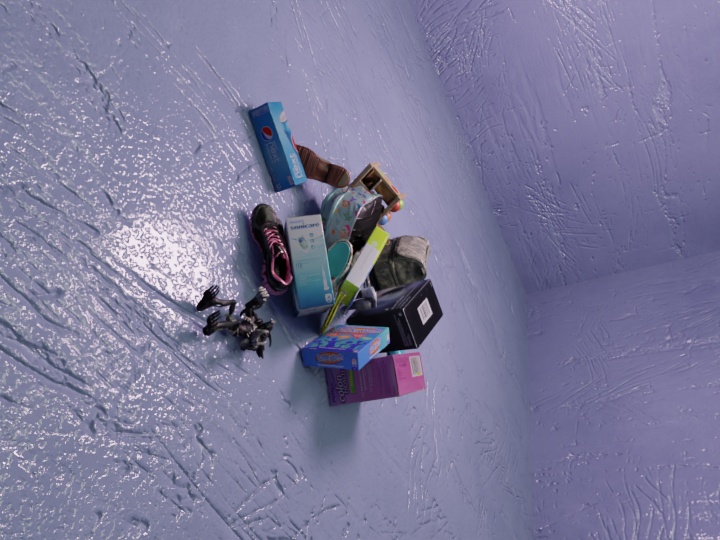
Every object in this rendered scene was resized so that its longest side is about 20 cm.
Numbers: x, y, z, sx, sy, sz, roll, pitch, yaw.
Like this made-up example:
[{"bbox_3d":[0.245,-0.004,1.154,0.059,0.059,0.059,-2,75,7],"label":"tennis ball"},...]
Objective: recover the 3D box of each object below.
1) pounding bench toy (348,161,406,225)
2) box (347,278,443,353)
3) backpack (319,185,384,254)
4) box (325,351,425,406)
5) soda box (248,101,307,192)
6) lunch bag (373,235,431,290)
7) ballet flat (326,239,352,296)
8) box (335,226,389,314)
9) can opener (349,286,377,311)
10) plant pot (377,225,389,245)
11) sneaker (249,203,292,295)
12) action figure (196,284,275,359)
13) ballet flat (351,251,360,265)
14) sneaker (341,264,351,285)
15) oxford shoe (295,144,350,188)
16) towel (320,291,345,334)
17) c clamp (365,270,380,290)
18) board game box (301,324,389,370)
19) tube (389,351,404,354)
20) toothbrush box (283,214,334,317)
[{"bbox_3d":[0.059,-0.232,1.700,0.157,0.124,0.200,48,18,0],"label":"pounding bench toy"},{"bbox_3d":[0.099,0.132,1.557,0.199,0.194,0.126,-39,110,-52],"label":"box"},{"bbox_3d":[-0.034,-0.128,1.461,0.200,0.147,0.181,-53,163,-61],"label":"backpack"},{"bbox_3d":[0.040,0.273,1.392,0.175,0.195,0.100,10,67,-60],"label":"box"},{"bbox_3d":[-0.201,-0.303,1.349,0.068,0.063,0.205,-35,109,-62],"label":"soda box"},{"bbox_3d":[0.140,-0.024,1.749,0.201,0.163,0.143,-68,142,-62],"label":"lunch bag"},{"bbox_3d":[-0.071,0.012,1.355,0.075,0.203,0.064,33,17,14],"label":"ballet flat"},{"bbox_3d":[0.000,0.000,1.397,0.047,0.122,0.203,30,61,0],"label":"box"},{"bbox_3d":[-0.005,0.077,1.456,0.199,0.065,0.054,165,-87,-72],"label":"can opener"},{"bbox_3d":[0.012,-0.147,1.661,0.199,0.027,0.201,43,18,-17],"label":"plant pot"},{"bbox_3d":[-0.187,-0.051,1.199,0.077,0.095,0.206,-14,88,-23],"label":"sneaker"},{"bbox_3d":[-0.219,0.100,1.073,0.199,0.100,0.122,29,40,-54],"label":"action figure"},{"bbox_3d":[-0.007,-0.036,1.584,0.201,0.066,0.077,-55,167,-55],"label":"ballet flat"},{"bbox_3d":[-0.081,0.015,1.421,0.198,0.076,0.089,17,71,-57],"label":"sneaker"},{"bbox_3d":[-0.123,-0.269,1.438,0.196,0.072,0.075,27,4,-15],"label":"oxford shoe"},{"bbox_3d":[-0.067,0.105,1.305,0.200,0.018,0.088,124,-9,-77],"label":"towel"},{"bbox_3d":[0.035,0.038,1.691,0.170,0.026,0.206,8,71,-62],"label":"c clamp"},{"bbox_3d":[-0.031,0.183,1.344,0.199,0.148,0.046,-25,113,-64],"label":"board game box"},{"bbox_3d":[0.109,0.231,1.728,0.077,0.049,0.206,19,56,-64],"label":"tube"},{"bbox_3d":[-0.122,-0.007,1.258,0.146,0.083,0.206,139,-57,-75],"label":"toothbrush box"}]
